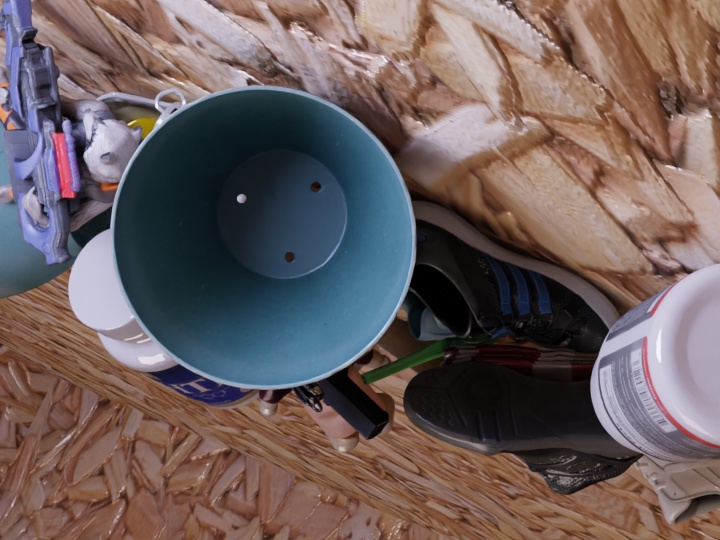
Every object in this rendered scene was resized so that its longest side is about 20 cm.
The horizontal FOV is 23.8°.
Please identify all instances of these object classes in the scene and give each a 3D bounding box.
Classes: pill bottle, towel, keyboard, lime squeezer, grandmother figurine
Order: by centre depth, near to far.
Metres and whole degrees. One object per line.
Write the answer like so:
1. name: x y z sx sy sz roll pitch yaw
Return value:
1. pill bottle: 0.221 0.067 1.125 0.116 0.116 0.200 26 168 -1
2. keyboard: -0.062 0.054 1.267 0.200 0.021 0.127 42 -173 9
3. towel: 0.170 0.097 1.359 0.200 0.023 0.144 1 152 10
4. lime squeezer: 0.074 0.049 1.384 0.071 0.038 0.200 7 -161 26
5. pill bottle: -0.155 0.038 1.457 0.120 0.120 0.200 18 170 32
6. grandmother figurine: -0.036 0.092 1.493 0.061 0.121 0.200 57 178 36

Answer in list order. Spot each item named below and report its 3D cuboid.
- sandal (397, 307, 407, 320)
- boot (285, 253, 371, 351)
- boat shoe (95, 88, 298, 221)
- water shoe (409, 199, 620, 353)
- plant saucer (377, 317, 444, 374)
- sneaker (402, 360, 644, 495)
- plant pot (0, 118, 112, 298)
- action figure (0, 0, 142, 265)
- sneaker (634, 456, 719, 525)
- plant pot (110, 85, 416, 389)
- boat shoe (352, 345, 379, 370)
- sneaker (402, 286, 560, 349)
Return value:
1. sandal: 0.004 -0.003 1.444 0.212 0.078 0.070 1 122 48
2. boot: -0.042 0.012 1.371 0.144 0.071 0.201 49 -176 1
3. boat shoe: -0.132 -0.097 1.289 0.202 0.075 0.086 25 160 38
4. water shoe: 0.097 0.026 1.256 0.200 0.079 0.072 27 147 -7
5. plant saucer: 0.073 0.068 1.509 0.200 0.035 0.200 32 -173 -4
6. sneaker: 0.127 0.126 1.317 0.199 0.076 0.114 3 147 -8
7. plant pot: -0.290 -0.071 1.461 0.134 0.200 0.200 -2 159 17
8. action figure: -0.228 -0.116 1.278 0.105 0.200 0.193 -16 -157 -37
9. sneaker: 0.267 0.164 1.473 0.200 0.099 0.078 19 166 30
10. plant pot: -0.060 -0.030 1.174 0.200 0.200 0.135 26 -171 -1
11. boat shoe: -0.018 0.057 1.628 0.062 0.073 0.200 43 180 -8
12. sneaker: 0.076 0.028 1.331 0.200 0.082 0.074 28 168 -10
